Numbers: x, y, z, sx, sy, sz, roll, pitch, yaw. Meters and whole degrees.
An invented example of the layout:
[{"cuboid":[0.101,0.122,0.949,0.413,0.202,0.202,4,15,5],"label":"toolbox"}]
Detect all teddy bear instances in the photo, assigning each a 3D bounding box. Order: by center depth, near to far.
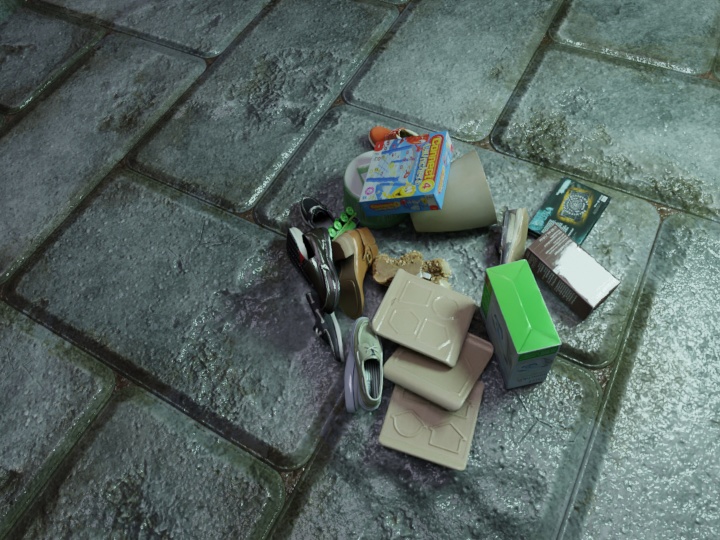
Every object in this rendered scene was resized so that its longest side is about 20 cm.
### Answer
[{"cuboid":[0.125,0.015,1.351,0.195,0.067,0.148,-10,66,-7],"label":"teddy bear"}]

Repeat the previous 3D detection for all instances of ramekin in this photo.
[{"cuboid":[0.045,-0.220,1.479,0.195,0.098,0.204,-3,57,5],"label":"ramekin"}]

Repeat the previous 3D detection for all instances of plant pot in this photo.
[{"cuboid":[0.218,-0.175,1.399,0.196,0.188,0.190,-18,56,11],"label":"plant pot"}]

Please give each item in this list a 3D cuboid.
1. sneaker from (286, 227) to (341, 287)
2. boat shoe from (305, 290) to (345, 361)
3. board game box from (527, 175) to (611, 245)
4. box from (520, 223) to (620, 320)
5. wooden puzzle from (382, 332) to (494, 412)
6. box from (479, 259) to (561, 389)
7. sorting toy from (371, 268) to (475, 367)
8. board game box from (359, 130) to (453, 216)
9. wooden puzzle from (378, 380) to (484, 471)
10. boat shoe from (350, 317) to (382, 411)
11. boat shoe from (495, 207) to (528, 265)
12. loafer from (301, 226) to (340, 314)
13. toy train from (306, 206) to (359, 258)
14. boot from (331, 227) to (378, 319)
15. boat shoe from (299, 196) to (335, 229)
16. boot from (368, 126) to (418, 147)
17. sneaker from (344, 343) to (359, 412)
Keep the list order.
[{"cuboid":[-0.117,-0.038,1.417,0.092,0.071,0.200,-9,43,-31],"label":"sneaker"},{"cuboid":[-0.080,0.124,1.287,0.059,0.075,0.203,-14,55,-7],"label":"boat shoe"},{"cuboid":[0.520,-0.139,1.408,0.134,0.028,0.201,32,67,24],"label":"board game box"},{"cuboid":[0.477,0.002,1.286,0.100,0.075,0.200,-37,70,-15],"label":"box"},{"cuboid":[0.170,0.197,1.211,0.182,0.038,0.200,22,45,25],"label":"wooden puzzle"},{"cuboid":[0.331,0.115,1.185,0.094,0.178,0.203,-12,57,-2],"label":"box"},{"cuboid":[0.141,0.103,1.238,0.197,0.037,0.187,24,52,8],"label":"sorting toy"},{"cuboid":[0.112,-0.232,1.352,0.192,0.056,0.203,-3,55,28],"label":"board game box"},{"cuboid":[0.149,0.301,1.174,0.181,0.047,0.202,13,56,15],"label":"wooden puzzle"},{"cuboid":[0.022,0.188,1.179,0.070,0.062,0.204,2,61,-18],"label":"boat shoe"},{"cuboid":[0.359,-0.059,1.360,0.064,0.072,0.204,3,68,37],"label":"boat shoe"},{"cuboid":[-0.097,0.002,1.259,0.070,0.073,0.204,-2,69,-26],"label":"loafer"},{"cuboid":[-0.061,-0.080,1.371,0.056,0.042,0.201,45,53,-10],"label":"toy train"},{"cuboid":[0.000,0.000,1.355,0.072,0.205,0.154,-3,15,31],"label":"boot"},{"cuboid":[-0.105,-0.133,1.467,0.073,0.061,0.202,-25,58,-9],"label":"boat shoe"},{"cuboid":[0.098,-0.367,1.563,0.199,0.108,0.075,36,69,27],"label":"boot"},{"cuboid":[0.007,0.211,1.229,0.069,0.074,0.204,2,58,11],"label":"sneaker"}]
